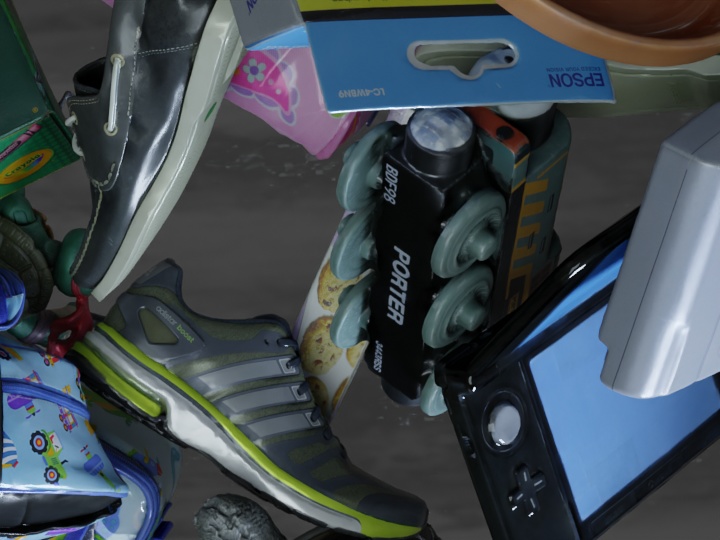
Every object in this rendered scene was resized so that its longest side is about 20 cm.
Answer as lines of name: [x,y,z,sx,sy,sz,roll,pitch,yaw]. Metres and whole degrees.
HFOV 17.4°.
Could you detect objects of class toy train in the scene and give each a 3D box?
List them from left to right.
toy train: [0.046,-0.018,1.105,0.085,0.114,0.200,35,148,23]

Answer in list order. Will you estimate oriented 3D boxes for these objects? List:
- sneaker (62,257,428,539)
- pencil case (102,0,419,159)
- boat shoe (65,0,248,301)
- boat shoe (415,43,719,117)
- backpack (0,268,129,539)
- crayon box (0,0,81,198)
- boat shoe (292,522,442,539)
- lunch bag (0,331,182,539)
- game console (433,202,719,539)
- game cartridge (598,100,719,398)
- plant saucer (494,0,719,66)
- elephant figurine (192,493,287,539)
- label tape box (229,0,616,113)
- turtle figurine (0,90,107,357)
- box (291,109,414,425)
sneaker: [-0.045,0.068,1.171,0.200,0.074,0.081,34,82,-11]
pencil case: [-0.069,-0.137,1.134,0.200,0.087,0.087,35,115,-3]
boat shoe: [-0.103,-0.071,1.098,0.068,0.072,0.200,26,128,3]
boat shoe: [0.126,-0.115,1.111,0.199,0.075,0.066,1,71,14]
backpack: [-0.214,0.071,1.112,0.183,0.200,0.135,-14,76,42]
crayon box: [-0.251,-0.069,1.150,0.200,0.058,0.119,-27,67,0]
boat shoe: [-0.047,0.184,1.257,0.201,0.072,0.061,-31,128,15]
lunch bag: [-0.197,0.140,1.276,0.161,0.082,0.200,31,116,-4]
game console: [0.143,0.029,1.073,0.116,0.200,0.176,2,118,49]
game cartridge: [0.184,-0.027,1.030,0.041,0.200,0.133,28,120,32]
plant saucer: [0.097,-0.173,1.026,0.200,0.200,0.032,38,138,-4]
elephant figurine: [0.017,0.205,1.148,0.155,0.142,0.200,-11,137,1]
label tape box: [0.013,-0.143,1.027,0.143,0.200,0.066,-5,156,-26]
turtle figurine: [-0.188,-0.022,1.202,0.200,0.101,0.150,13,113,14]
box: [0.000,0.000,1.196,0.041,0.039,0.200,26,115,1]
